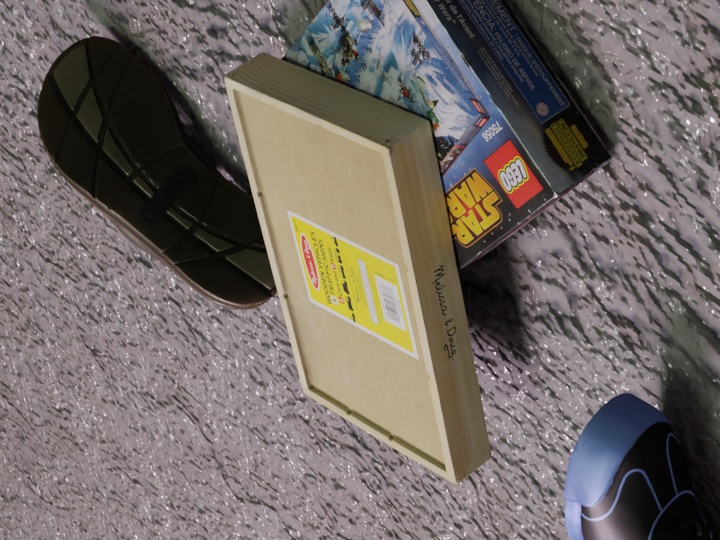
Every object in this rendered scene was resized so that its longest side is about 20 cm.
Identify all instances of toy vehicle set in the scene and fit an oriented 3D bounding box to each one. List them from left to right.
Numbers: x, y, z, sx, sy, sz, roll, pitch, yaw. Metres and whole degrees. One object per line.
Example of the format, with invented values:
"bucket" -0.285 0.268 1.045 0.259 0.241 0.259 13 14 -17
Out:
"toy vehicle set" 0.000 0.000 0.948 0.124 0.026 0.202 28 141 43

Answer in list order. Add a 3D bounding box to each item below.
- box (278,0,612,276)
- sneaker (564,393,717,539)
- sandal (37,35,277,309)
"box" 0.024 -0.066 0.912 0.138 0.040 0.200 57 152 3
"sneaker" 0.150 0.144 0.902 0.078 0.070 0.201 26 146 40
"sandal" -0.115 -0.052 1.133 0.200 0.082 0.055 42 171 13
